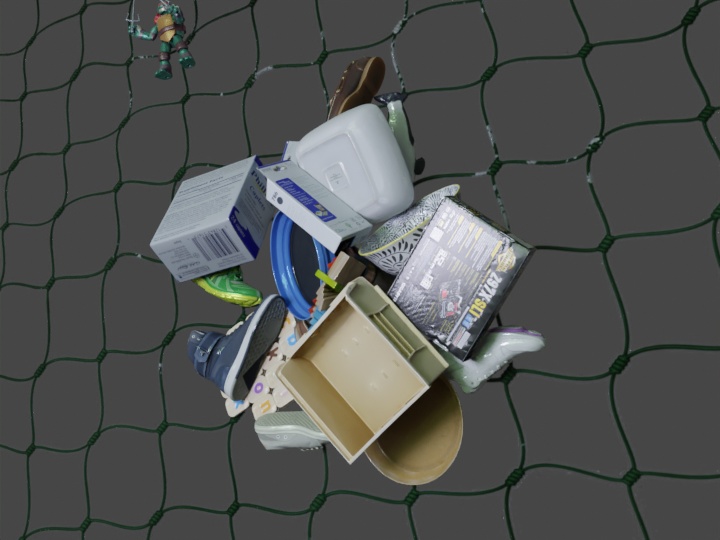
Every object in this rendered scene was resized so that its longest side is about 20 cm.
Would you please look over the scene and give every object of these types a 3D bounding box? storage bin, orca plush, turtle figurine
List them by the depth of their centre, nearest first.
[{"bbox_3d":[-0.003,0.149,1.521,0.199,0.094,0.200,47,121,9],"label":"storage bin"},{"bbox_3d":[0.049,-0.213,1.770,0.071,0.104,0.202,-27,75,64],"label":"orca plush"},{"bbox_3d":[-0.428,-0.529,2.180,0.149,0.100,0.202,-28,73,37],"label":"turtle figurine"}]

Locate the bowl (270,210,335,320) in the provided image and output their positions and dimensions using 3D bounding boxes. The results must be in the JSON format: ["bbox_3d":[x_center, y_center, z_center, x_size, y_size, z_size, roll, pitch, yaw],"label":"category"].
[{"bbox_3d":[-0.100,-0.015,1.738,0.200,0.039,0.203,28,123,55],"label":"bowl"}]

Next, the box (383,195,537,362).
[{"bbox_3d":[0.147,0.011,1.504,0.159,0.049,0.201,34,104,17],"label":"box"}]

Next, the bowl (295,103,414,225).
[{"bbox_3d":[-0.021,-0.167,1.711,0.199,0.074,0.201,-21,94,38],"label":"bowl"}]

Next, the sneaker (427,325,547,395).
[{"bbox_3d":[0.199,0.140,1.550,0.198,0.075,0.101,-11,85,27],"label":"sneaker"}]

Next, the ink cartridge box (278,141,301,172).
[{"bbox_3d":[-0.062,-0.187,1.842,0.199,0.039,0.100,8,76,33],"label":"ink cartridge box"}]

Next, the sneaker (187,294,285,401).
[{"bbox_3d":[-0.231,0.113,1.794,0.146,0.077,0.204,28,90,34],"label":"sneaker"}]

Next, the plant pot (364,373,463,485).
[{"bbox_3d":[0.081,0.236,1.570,0.199,0.027,0.202,-1,88,35],"label":"plant pot"}]

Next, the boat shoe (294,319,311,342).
[{"bbox_3d":[-0.038,0.153,1.684,0.072,0.076,0.200,-44,64,5],"label":"boat shoe"}]

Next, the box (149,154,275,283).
[{"bbox_3d":[-0.267,-0.096,1.855,0.183,0.105,0.201,-15,36,26],"label":"box"}]

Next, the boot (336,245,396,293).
[{"bbox_3d":[0.000,0.000,1.725,0.075,0.096,0.200,-58,29,8],"label":"boot"}]

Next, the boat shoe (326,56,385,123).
[{"bbox_3d":[-0.020,-0.316,1.843,0.070,0.071,0.201,4,53,34],"label":"boat shoe"}]

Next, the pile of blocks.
[{"bbox_3d":[-0.061,0.052,1.618,0.062,0.082,0.202,33,115,33],"label":"pile of blocks"}]

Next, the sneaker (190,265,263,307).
[{"bbox_3d":[-0.256,0.009,1.871,0.199,0.074,0.084,27,90,37],"label":"sneaker"}]

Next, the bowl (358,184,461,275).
[{"bbox_3d":[0.104,-0.048,1.637,0.200,0.095,0.201,-33,12,8],"label":"bowl"}]

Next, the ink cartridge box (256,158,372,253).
[{"bbox_3d":[-0.083,-0.110,1.665,0.200,0.099,0.039,41,123,18],"label":"ink cartridge box"}]

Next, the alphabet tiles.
[{"bbox_3d":[-0.178,0.169,1.795,0.195,0.015,0.201,-37,56,17],"label":"alphabet tiles"}]

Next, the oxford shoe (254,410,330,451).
[{"bbox_3d":[-0.085,0.275,1.673,0.198,0.075,0.058,-4,111,22],"label":"oxford shoe"}]
